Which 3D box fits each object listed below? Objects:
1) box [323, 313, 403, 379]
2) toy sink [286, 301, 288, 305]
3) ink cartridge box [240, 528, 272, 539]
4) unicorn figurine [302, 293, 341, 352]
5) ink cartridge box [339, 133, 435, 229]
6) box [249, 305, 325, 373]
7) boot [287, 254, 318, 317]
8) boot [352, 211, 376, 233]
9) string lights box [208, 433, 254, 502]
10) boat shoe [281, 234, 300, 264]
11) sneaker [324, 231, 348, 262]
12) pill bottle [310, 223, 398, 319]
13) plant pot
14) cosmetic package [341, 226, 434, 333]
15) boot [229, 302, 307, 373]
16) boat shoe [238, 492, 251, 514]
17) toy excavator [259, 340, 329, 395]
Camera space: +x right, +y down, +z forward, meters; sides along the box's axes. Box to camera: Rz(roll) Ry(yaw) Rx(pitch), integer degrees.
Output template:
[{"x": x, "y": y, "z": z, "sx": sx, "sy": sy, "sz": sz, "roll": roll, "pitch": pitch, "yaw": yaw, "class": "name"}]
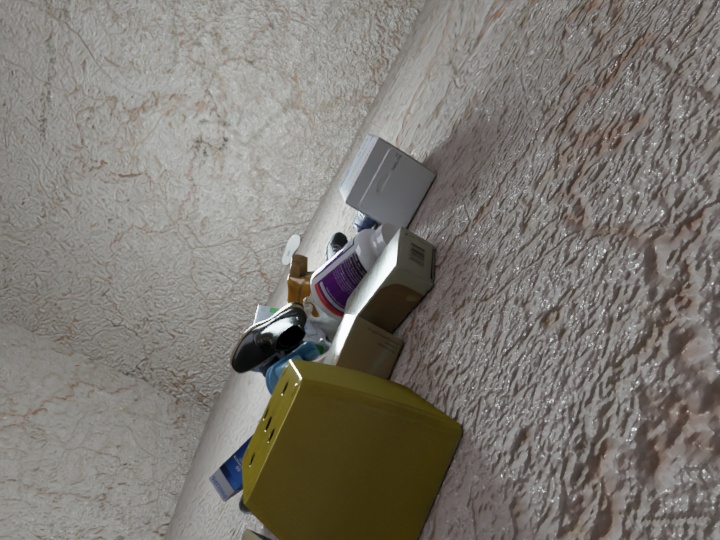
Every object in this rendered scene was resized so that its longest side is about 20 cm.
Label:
[{"x": -0.020, "y": 0.180, "z": 0.819, "sx": 0.205, "sy": 0.093, "sz": 0.078, "roll": -67, "pitch": 14, "yaw": -8, "class": "box"}, {"x": -0.166, "y": 0.156, "z": 1.428, "sx": 0.204, "sy": 0.110, "sz": 0.131, "roll": -61, "pitch": 13, "yaw": 10, "class": "toy sink"}, {"x": -0.173, "y": 0.521, "z": 0.806, "sx": 0.165, "sy": 0.073, "sz": 0.205, "roll": -41, "pitch": 26, "yaw": 63, "class": "ink cartridge box"}, {"x": -0.057, "y": 0.092, "z": 1.121, "sx": 0.200, "sy": 0.137, "sz": 0.074, "roll": -47, "pitch": 5, "yaw": 7, "class": "unicorn figurine"}, {"x": 0.051, "y": -0.192, "z": 1.151, "sx": 0.149, "sy": 0.143, "sz": 0.201, "roll": -59, "pitch": 13, "yaw": 11, "class": "ink cartridge box"}, {"x": -0.177, "y": 0.171, "z": 1.260, "sx": 0.200, "sy": 0.171, "sz": 0.100, "roll": -114, "pitch": 36, "yaw": -75, "class": "box"}, {"x": -0.096, "y": 0.059, "z": 1.270, "sx": 0.070, "sy": 0.197, "sz": 0.148, "roll": -33, "pitch": -41, "yaw": -46, "class": "boot"}, {"x": 0.007, "y": -0.153, "z": 1.420, "sx": 0.092, "sy": 0.072, "sz": 0.200, "roll": -55, "pitch": 14, "yaw": 7, "class": "boot"}, {"x": -0.202, "y": 0.364, "z": 1.068, "sx": 0.200, "sy": 0.059, "sz": 0.103, "roll": -45, "pitch": -14, "yaw": 7, "class": "string lights box"}, {"x": -0.409, "y": -0.130, "z": 3.136, "sx": 0.069, "sy": 0.070, "sz": 0.205, "roll": -93, "pitch": 23, "yaw": -65, "class": "boat shoe"}, {"x": -0.044, "y": -0.020, "z": 1.331, "sx": 0.115, "sy": 0.073, "sz": 0.206, "roll": -36, "pitch": 40, "yaw": 55, "class": "sneaker"}, {"x": 0.000, "y": 0.000, "z": 1.006, "sx": 0.199, "sy": 0.112, "sz": 0.114, "roll": -38, "pitch": 25, "yaw": 33, "class": "pill bottle"}, {"x": -0.031, "y": 0.211, "z": 0.609, "sx": 0.205, "sy": 0.173, "sz": 0.200, "roll": -64, "pitch": 12, "yaw": -6, "class": "plant pot"}, {"x": 0.043, "y": 0.039, "z": 0.890, "sx": 0.201, "sy": 0.070, "sz": 0.107, "roll": -53, "pitch": 16, "yaw": 39, "class": "cosmetic package"}, {"x": -0.192, "y": 0.152, "z": 1.080, "sx": 0.199, "sy": 0.078, "sz": 0.138, "roll": -43, "pitch": 15, "yaw": 3, "class": "boot"}, {"x": -0.194, "y": 0.441, "z": 1.031, "sx": 0.066, "sy": 0.074, "sz": 0.202, "roll": -21, "pitch": -28, "yaw": -33, "class": "boat shoe"}, {"x": -0.099, "y": 0.192, "z": 1.061, "sx": 0.192, "sy": 0.102, "sz": 0.200, "roll": -33, "pitch": 3, "yaw": -16, "class": "toy excavator"}]
